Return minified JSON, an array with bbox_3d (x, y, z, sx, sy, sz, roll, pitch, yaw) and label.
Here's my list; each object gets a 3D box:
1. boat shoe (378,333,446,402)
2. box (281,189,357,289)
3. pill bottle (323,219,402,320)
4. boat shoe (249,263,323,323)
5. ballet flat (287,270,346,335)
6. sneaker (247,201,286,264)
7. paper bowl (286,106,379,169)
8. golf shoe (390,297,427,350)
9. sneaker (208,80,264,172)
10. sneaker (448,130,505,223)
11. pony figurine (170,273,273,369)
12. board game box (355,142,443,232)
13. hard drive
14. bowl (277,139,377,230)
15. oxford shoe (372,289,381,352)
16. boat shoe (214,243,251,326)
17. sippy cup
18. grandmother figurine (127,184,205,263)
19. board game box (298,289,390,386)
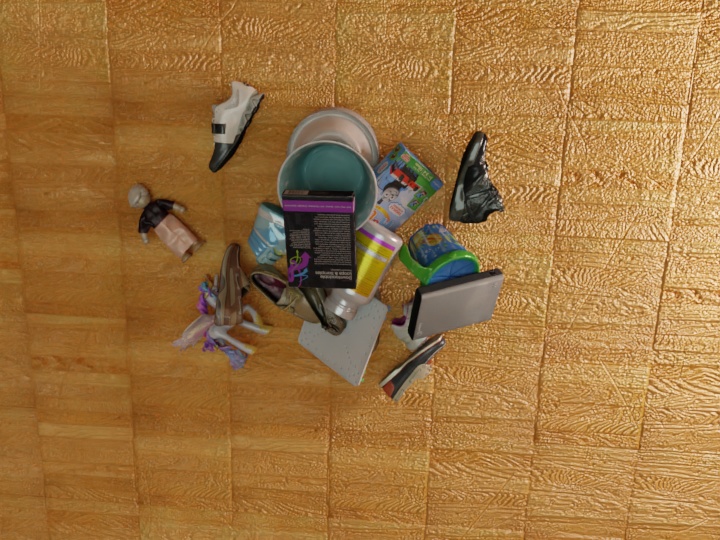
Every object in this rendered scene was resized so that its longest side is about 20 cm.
[{"bbox_3d":[0.128,0.223,1.798,0.200,0.071,0.063,-44,88,20],"label":"boat shoe"},{"bbox_3d":[-0.079,-0.059,1.548,0.140,0.036,0.203,2,116,7],"label":"box"},{"bbox_3d":[0.000,0.000,1.646,0.103,0.104,0.202,28,98,-4],"label":"pill bottle"},{"bbox_3d":[-0.167,0.060,1.759,0.198,0.066,0.075,31,108,8],"label":"boat shoe"},{"bbox_3d":[-0.102,0.059,1.705,0.067,0.046,0.201,-21,104,53],"label":"ballet flat"},{"bbox_3d":[-0.160,-0.050,1.739,0.198,0.080,0.132,31,105,5],"label":"sneaker"},{"bbox_3d":[-0.059,-0.239,1.659,0.197,0.105,0.204,1,108,3],"label":"paper bowl"},{"bbox_3d":[0.147,0.086,1.758,0.091,0.075,0.201,38,105,-4],"label":"golf shoe"},{"bbox_3d":[-0.288,-0.310,1.675,0.088,0.074,0.202,29,97,-5],"label":"sneaker"},{"bbox_3d":[0.261,-0.192,1.663,0.112,0.076,0.202,10,111,0],"label":"sneaker"},{"bbox_3d":[-0.324,0.132,1.785,0.199,0.166,0.194,38,74,-4],"label":"pony figurine"},{"bbox_3d":[0.061,-0.158,1.667,0.200,0.037,0.151,-43,137,16],"label":"board game box"},{"bbox_3d":[0.201,0.072,1.672,0.197,0.033,0.141,-13,137,-20],"label":"hard drive"},{"bbox_3d":[-0.059,-0.178,1.563,0.197,0.105,0.204,3,117,7],"label":"bowl"},{"bbox_3d":[0.014,0.097,1.769,0.070,0.074,0.203,-7,106,7],"label":"oxford shoe"},{"bbox_3d":[-0.278,0.034,1.734,0.071,0.203,0.076,7,152,-8],"label":"boat shoe"},{"bbox_3d":[0.168,-0.026,1.679,0.139,0.131,0.178,-34,142,6],"label":"sippy cup"},{"bbox_3d":[-0.448,-0.109,1.758,0.121,0.061,0.200,-43,97,-13],"label":"grandmother figurine"},{"bbox_3d":[-0.038,0.121,1.751,0.199,0.026,0.203,32,111,32],"label":"board game box"}]
